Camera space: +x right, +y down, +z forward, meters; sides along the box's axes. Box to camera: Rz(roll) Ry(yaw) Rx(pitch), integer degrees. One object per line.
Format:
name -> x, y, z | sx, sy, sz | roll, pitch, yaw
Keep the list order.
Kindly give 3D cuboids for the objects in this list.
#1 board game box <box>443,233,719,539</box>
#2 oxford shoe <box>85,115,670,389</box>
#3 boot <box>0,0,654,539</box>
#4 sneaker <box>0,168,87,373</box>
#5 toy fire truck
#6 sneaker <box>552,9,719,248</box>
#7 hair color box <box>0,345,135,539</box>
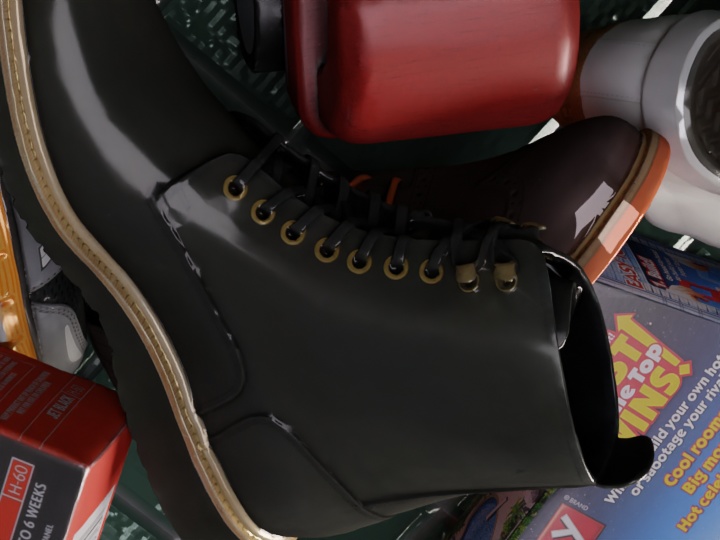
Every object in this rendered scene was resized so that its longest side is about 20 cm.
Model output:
board game box -> 0.099, 0.075, 0.960 | 0.199, 0.062, 0.200 | 33, 104, -18
oxford shoe -> 0.000, 0.000, 0.872 | 0.199, 0.071, 0.073 | -30, 113, 30
boot -> -0.010, -0.020, 0.799 | 0.138, 0.078, 0.201 | -9, 120, 28
sneaker -> -0.099, -0.055, 0.863 | 0.077, 0.078, 0.201 | -22, 123, -25
toy fire truck -> 0.039, -0.114, 0.798 | 0.128, 0.200, 0.177 | -6, 112, -9
sneaker -> 0.137, -0.034, 0.934 | 0.199, 0.084, 0.073 | 28, 78, -40
hair color box -> -0.173, 0.053, 0.845 | 0.199, 0.061, 0.102 | 21, 109, 6
